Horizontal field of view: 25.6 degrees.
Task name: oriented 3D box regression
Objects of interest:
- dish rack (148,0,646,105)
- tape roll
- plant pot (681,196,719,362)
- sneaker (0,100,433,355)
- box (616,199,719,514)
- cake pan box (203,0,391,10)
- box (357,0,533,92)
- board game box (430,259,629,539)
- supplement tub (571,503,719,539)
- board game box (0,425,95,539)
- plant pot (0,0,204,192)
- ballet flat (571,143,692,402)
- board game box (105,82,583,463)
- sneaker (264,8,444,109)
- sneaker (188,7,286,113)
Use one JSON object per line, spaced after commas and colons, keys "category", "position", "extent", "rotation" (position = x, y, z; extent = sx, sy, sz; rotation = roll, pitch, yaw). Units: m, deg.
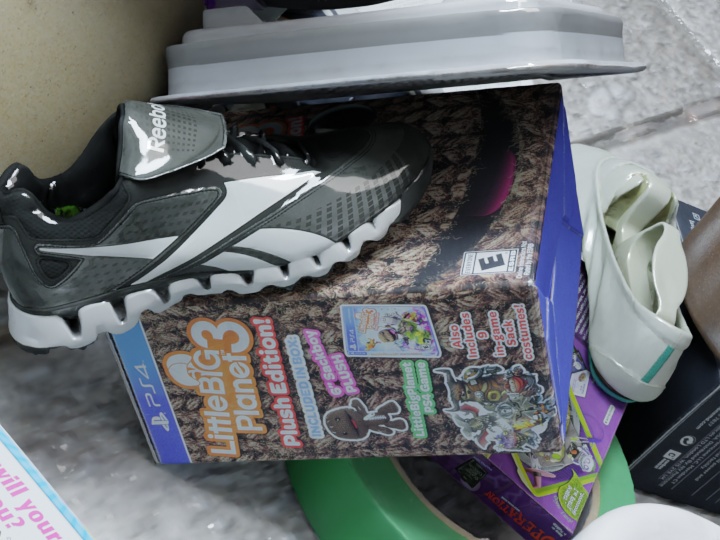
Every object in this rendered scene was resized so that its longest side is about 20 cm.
{"category": "dish rack", "position": [0.019, -0.102, 0.718], "extent": [0.171, 0.197, 0.044], "rotation": [-18, 103, -66]}
{"category": "tape roll", "position": [0.054, 0.099, 0.838], "extent": [0.199, 0.048, 0.202], "rotation": [24, 39, -21]}
{"category": "plant pot", "position": [0.290, -0.024, 0.866], "extent": [0.198, 0.199, 0.202], "rotation": [24, 40, -21]}
{"category": "sneaker", "position": [-0.065, -0.035, 0.666], "extent": [0.198, 0.091, 0.067], "rotation": [-19, 35, -4]}
{"category": "box", "position": [0.250, 0.067, 0.991], "extent": [0.198, 0.107, 0.150], "rotation": [19, 42, -25]}
{"category": "cake pan box", "position": [-0.039, -0.174, 0.678], "extent": [0.200, 0.182, 0.053], "rotation": [41, 53, -65]}
{"category": "box", "position": [0.033, -0.112, 0.971], "extent": [0.142, 0.037, 0.202], "rotation": [-13, 48, 5]}
{"category": "board game box", "position": [0.090, 0.050, 0.856], "extent": [0.120, 0.032, 0.200], "rotation": [38, 37, 1]}
{"category": "supplement tub", "position": [0.083, 0.198, 0.637], "extent": [0.131, 0.200, 0.133], "rotation": [24, 40, -21]}
{"category": "board game box", "position": [-0.171, 0.115, 0.593], "extent": [0.134, 0.034, 0.200], "rotation": [-20, 55, -44]}
{"category": "plant pot", "position": [-0.181, -0.080, 0.721], "extent": [0.198, 0.200, 0.136], "rotation": [19, 72, -26]}
{"category": "ballet flat", "position": [0.158, -0.015, 0.906], "extent": [0.069, 0.070, 0.202], "rotation": [23, 40, -21]}
{"category": "board game box", "position": [0.000, 0.000, 0.759], "extent": [0.197, 0.098, 0.160], "rotation": [-4, 37, 15]}
{"category": "sneaker", "position": [-0.005, -0.091, 0.886], "extent": [0.200, 0.079, 0.079], "rotation": [49, -8, 52]}
{"category": "sneaker", "position": [-0.080, -0.162, 0.898], "extent": [0.076, 0.087, 0.201], "rotation": [49, 63, -26]}
